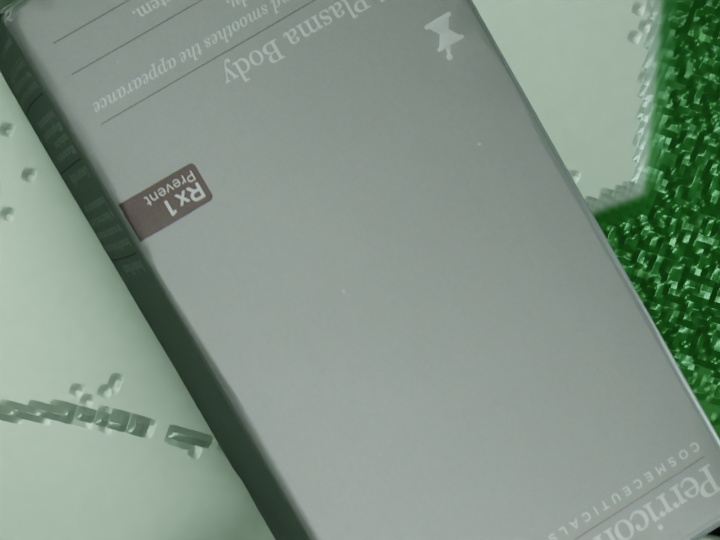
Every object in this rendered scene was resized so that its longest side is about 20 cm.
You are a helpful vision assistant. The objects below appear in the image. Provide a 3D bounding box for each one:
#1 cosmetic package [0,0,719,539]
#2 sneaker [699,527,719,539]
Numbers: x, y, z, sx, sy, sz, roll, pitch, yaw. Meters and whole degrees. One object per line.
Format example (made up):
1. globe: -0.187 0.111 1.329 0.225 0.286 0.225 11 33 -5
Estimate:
1. cosmetic package: 0.000 0.000 0.677 0.107 0.090 0.200 -33 92 -10
2. sneaker: 0.102 0.116 0.781 0.099 0.078 0.200 -41 115 -9
